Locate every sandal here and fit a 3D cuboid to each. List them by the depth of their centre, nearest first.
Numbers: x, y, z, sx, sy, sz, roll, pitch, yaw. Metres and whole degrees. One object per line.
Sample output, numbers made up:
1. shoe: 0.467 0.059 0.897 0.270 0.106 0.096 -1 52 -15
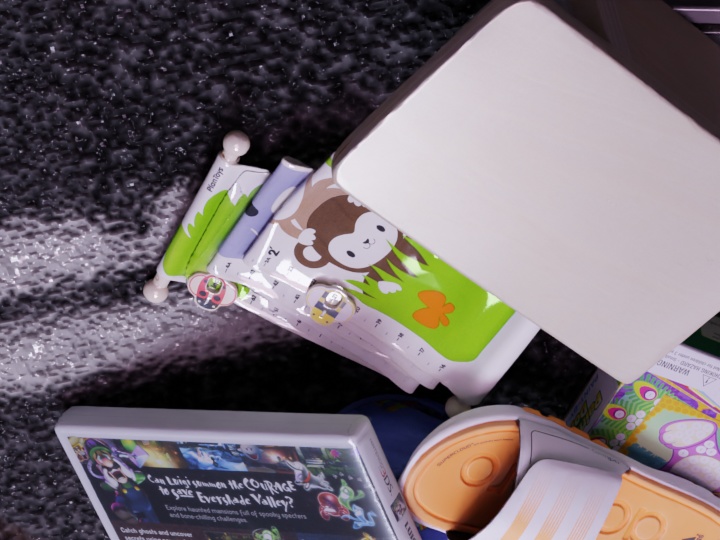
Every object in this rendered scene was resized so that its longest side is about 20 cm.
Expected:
1. sandal: 0.120 0.129 1.399 0.206 0.059 0.079 17 112 -24

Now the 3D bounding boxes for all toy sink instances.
1. toy sink: 0.093 -0.065 1.237 0.200 0.112 0.130 33 119 -28

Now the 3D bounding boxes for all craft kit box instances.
1. craft kit box: 0.198 0.124 1.476 0.199 0.049 0.198 19 127 -15

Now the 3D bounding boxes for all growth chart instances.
1. growth chart: 0.000 0.000 1.365 0.199 0.018 0.145 23 131 -2

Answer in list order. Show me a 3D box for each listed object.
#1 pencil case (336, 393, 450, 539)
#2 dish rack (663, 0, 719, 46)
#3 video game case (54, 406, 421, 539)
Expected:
1. pencil case: 0.029 0.158 1.476 0.078 0.087 0.201 24 136 35
2. dish rack: 0.164 -0.066 1.332 0.199 0.044 0.172 1 126 -2
3. video game case: -0.050 0.150 1.439 0.199 0.023 0.182 0 127 35
